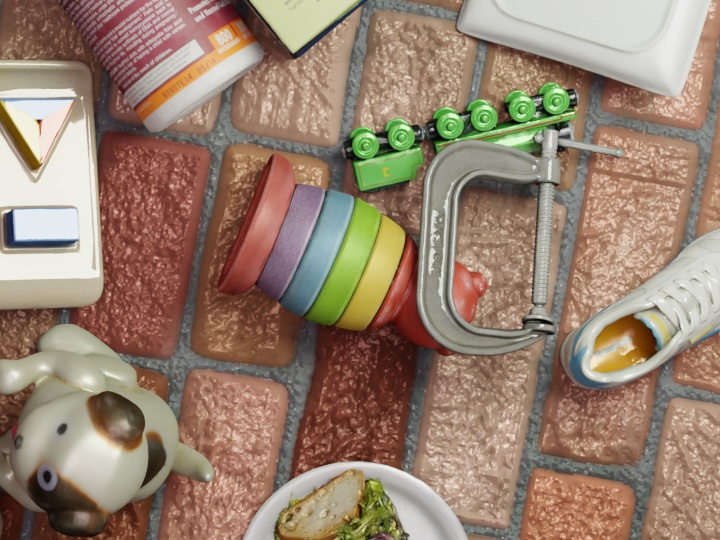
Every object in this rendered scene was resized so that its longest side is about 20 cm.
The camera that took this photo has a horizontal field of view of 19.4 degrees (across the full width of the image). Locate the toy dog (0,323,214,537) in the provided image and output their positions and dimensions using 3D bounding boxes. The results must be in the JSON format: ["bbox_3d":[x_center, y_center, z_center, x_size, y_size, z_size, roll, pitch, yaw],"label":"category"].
[{"bbox_3d":[-0.216,0.143,1.650,0.194,0.200,0.140,33,92,-3],"label":"toy dog"}]

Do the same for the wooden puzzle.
[{"bbox_3d":[-0.296,-0.069,1.679,0.185,0.046,0.200,-2,88,-22],"label":"wooden puzzle"}]

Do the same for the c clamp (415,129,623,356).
[{"bbox_3d":[0.125,-0.024,1.683,0.171,0.027,0.200,14,78,-20],"label":"c clamp"}]

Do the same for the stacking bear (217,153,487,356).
[{"bbox_3d":[0.000,0.000,1.699,0.200,0.114,0.122,23,92,-7],"label":"stacking bear"}]

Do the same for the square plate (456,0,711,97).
[{"bbox_3d":[0.193,-0.261,1.693,0.198,0.028,0.200,20,94,20],"label":"square plate"}]

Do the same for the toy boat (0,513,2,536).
[{"bbox_3d":[-0.398,0.203,1.703,0.200,0.131,0.131,-33,63,0],"label":"toy boat"}]

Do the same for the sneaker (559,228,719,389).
[{"bbox_3d":[0.257,0.034,1.718,0.200,0.081,0.077,-36,92,-1],"label":"sneaker"}]

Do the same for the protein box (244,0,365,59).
[{"bbox_3d":[-0.041,-0.307,1.665,0.199,0.135,0.200,-40,94,1],"label":"protein box"}]

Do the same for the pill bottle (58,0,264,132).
[{"bbox_3d":[-0.176,-0.221,1.676,0.114,0.114,0.200,-35,94,0],"label":"pill bottle"}]

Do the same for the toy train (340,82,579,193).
[{"bbox_3d":[0.084,-0.107,1.728,0.200,0.042,0.056,-13,103,-1],"label":"toy train"}]

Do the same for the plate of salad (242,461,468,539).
[{"bbox_3d":[-0.004,0.258,1.738,0.200,0.048,0.200,0,93,-2],"label":"plate of salad"}]
